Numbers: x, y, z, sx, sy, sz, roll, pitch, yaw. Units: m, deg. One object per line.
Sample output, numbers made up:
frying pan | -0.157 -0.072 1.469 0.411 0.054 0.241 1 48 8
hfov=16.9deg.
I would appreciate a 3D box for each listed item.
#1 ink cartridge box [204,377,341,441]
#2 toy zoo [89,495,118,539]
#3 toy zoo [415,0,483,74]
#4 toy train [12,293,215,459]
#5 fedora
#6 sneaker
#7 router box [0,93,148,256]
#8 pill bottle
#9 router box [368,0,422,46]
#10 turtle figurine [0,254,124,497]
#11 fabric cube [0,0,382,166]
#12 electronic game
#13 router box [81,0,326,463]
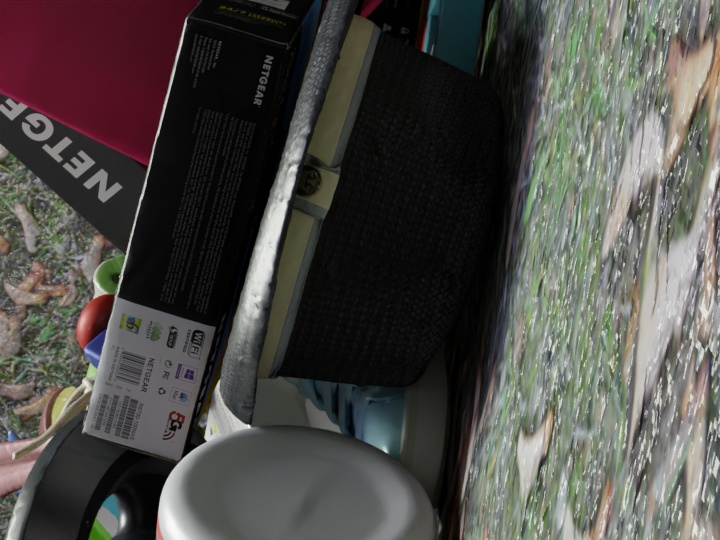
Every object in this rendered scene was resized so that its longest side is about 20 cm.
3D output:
ink cartridge box | -0.037 0.141 1.260 0.200 0.067 0.117 102 150 -49
toy zoo | -0.113 0.148 1.293 0.020 0.131 0.200 -34 13 12
toy zoo | 0.043 -0.125 1.202 0.131 0.020 0.201 114 165 -77
toy train | -0.106 0.073 1.280 0.200 0.084 0.116 -43 -38 -32
fedora | 0.007 -0.023 1.030 0.201 0.091 0.202 -163 90 -89
sneaker | -0.008 0.045 1.112 0.200 0.081 0.074 -104 16 -58
router box | -0.167 -0.124 1.341 0.052 0.200 0.158 -36 24 26
pill bottle | -0.035 0.177 1.033 0.116 0.115 0.201 -87 4 -60
router box | 0.030 -0.188 1.357 0.150 0.062 0.201 -96 15 -75
turtle figurine | -0.114 0.088 1.467 0.194 0.199 0.144 108 -176 -49
fabric cube | -0.114 -0.202 1.230 0.196 0.199 0.201 -44 37 29
electronic game | -0.102 0.160 1.124 0.200 0.041 0.201 21 -113 -59
router box | -0.067 -0.034 1.106 0.149 0.051 0.201 -71 -3 -70
